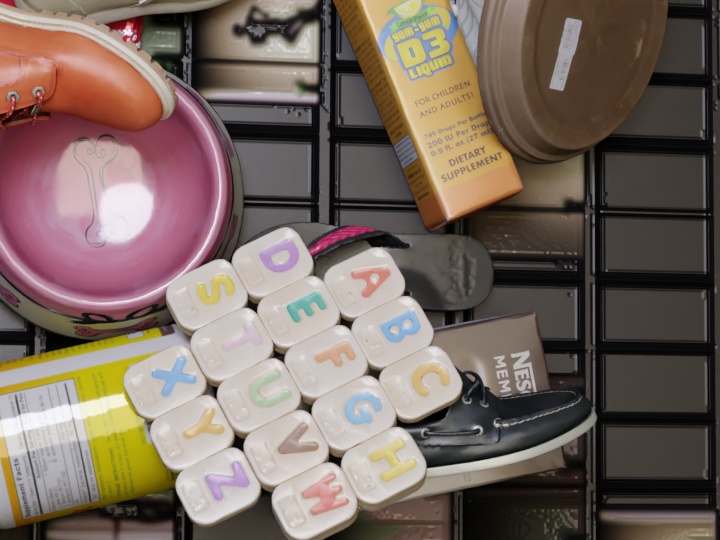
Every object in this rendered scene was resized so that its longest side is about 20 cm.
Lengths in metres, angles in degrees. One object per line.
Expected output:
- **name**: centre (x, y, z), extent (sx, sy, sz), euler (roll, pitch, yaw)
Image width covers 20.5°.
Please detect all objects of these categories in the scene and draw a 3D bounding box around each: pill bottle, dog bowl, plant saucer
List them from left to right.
- **pill bottle**: centre (-0.197, 0.108, 1.335), extent (0.199, 0.109, 0.110), euler (-12, 87, -10)
- **dog bowl**: centre (-0.174, -0.054, 1.350), extent (0.199, 0.074, 0.202), euler (1, 85, -8)
- **plant saucer**: centre (0.155, -0.170, 1.395), extent (0.199, 0.029, 0.201), euler (-23, 123, -41)

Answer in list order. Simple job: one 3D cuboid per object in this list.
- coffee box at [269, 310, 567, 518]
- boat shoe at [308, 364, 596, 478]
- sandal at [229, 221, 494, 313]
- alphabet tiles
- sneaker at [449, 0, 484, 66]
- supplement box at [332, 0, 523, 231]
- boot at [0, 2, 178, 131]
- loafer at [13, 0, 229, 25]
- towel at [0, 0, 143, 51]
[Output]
- **coffee box**: centre (0.030, 0.101, 1.389), extent (0.199, 0.080, 0.115), euler (-11, 88, -10)
- **boat shoe**: centre (0.056, 0.096, 1.315), extent (0.198, 0.075, 0.067), euler (-12, 100, -1)
- **sandal**: centre (0.000, 0.000, 1.410), extent (0.198, 0.045, 0.076), euler (-3, 86, -10)
- **alphabet tiles**: centre (-0.043, 0.071, 1.279), extent (0.195, 0.015, 0.201), euler (-25, 66, -11)
- **sneaker**: centre (0.098, -0.197, 1.401), extent (0.075, 0.081, 0.201), euler (-27, 118, -9)
- **supplement box**: centre (0.045, -0.134, 1.420), extent (0.066, 0.069, 0.201), euler (-23, 87, -11)
- **boot**: centre (-0.219, -0.113, 1.261), extent (0.199, 0.075, 0.108), euler (18, 59, 1)
- **loafer**: centre (-0.142, -0.219, 1.380), extent (0.199, 0.068, 0.076), euler (-22, 72, -19)
- **towel**: centre (-0.236, -0.102, 1.392), extent (0.144, 0.022, 0.202), euler (9, 84, -8)
